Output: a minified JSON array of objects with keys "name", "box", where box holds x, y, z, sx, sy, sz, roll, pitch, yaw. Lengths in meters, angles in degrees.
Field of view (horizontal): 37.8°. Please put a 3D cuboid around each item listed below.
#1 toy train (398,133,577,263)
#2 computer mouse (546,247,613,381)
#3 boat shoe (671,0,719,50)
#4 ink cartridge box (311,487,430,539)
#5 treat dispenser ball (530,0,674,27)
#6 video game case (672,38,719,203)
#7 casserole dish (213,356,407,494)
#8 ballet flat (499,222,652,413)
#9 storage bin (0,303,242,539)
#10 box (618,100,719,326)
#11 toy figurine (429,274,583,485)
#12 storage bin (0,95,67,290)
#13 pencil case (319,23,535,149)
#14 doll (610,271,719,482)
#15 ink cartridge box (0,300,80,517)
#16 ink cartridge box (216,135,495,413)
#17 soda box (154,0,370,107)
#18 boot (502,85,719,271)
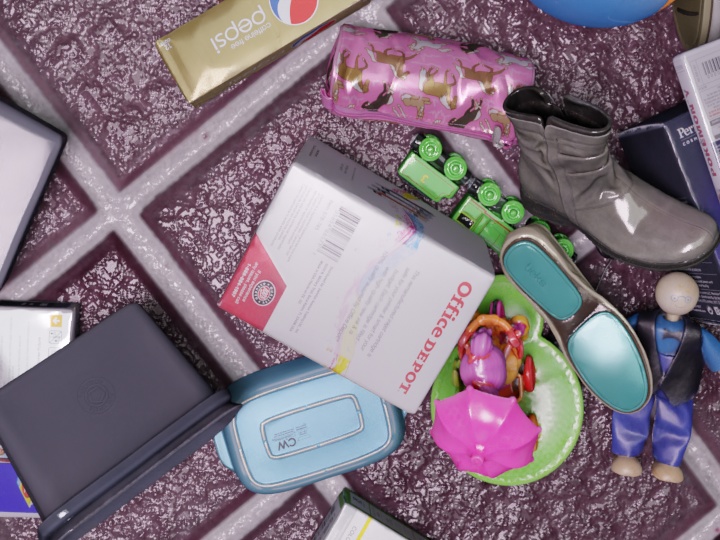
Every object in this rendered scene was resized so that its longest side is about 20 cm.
[{"name":"toy train","box":[0.120,-0.056,1.009,0.199,0.042,0.057,37,101,-5]},{"name":"computer mouse","box":[0.234,0.020,1.023,0.058,0.034,0.203,24,92,-4]},{"name":"boat shoe","box":[0.334,-0.309,0.984,0.067,0.075,0.204,-6,103,-11]},{"name":"ink cartridge box","box":[0.040,0.311,1.019,0.198,0.059,0.105,32,92,-5]},{"name":"treat dispenser ball","box":[0.214,-0.315,0.914,0.197,0.201,0.205,0,94,-3]},{"name":"video game case","box":[0.389,-0.134,0.923,0.197,0.023,0.185,-22,95,-10]},{"name":"casserole dish","box":[-0.047,0.147,1.014,0.197,0.039,0.123,-17,94,-1]},{"name":"ballet flat","box":[0.203,0.040,0.975,0.069,0.069,0.201,-36,94,0]},{"name":"storage bin","box":[-0.227,0.134,0.932,0.199,0.146,0.135,-34,83,-24]},{"name":"box","box":[0.355,-0.070,0.982,0.146,0.104,0.203,-26,96,-8]},{"name":"toy figurine","box":[0.120,0.103,0.932,0.147,0.184,0.204,-2,88,13]},{"name":"storage bin","box":[-0.354,-0.077,0.938,0.133,0.145,0.203,23,93,-15]},{"name":"pencil case","box":[0.063,-0.171,0.977,0.196,0.087,0.084,10,123,-4]},{"name":"doll","box":[0.291,0.098,0.999,0.134,0.048,0.204,7,108,12]},{"name":"ink cartridge box","box":[-0.368,0.128,0.991,0.196,0.043,0.202,3,94,-6]},{"name":"ink cartridge box","box":[0.000,0.000,0.942,0.198,0.145,0.147,30,105,-5]},{"name":"soda box","box":[-0.088,-0.229,0.969,0.198,0.068,0.065,-32,96,-1]},{"name":"boot","box":[0.210,-0.080,0.903,0.198,0.131,0.068,24,64,31]}]
